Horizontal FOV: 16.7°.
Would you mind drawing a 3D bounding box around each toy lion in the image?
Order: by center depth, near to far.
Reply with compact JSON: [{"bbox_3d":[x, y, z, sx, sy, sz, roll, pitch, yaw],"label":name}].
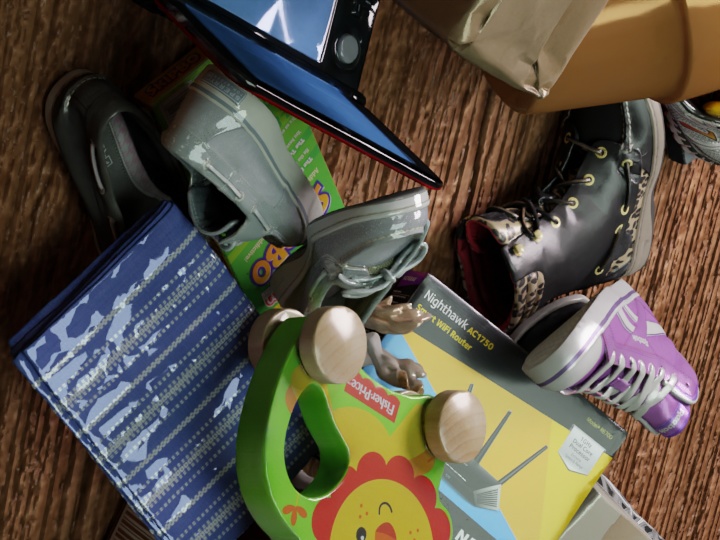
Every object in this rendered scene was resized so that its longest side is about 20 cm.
[{"bbox_3d":[-0.007,0.145,1.539,0.200,0.068,0.193,36,63,-39],"label":"toy lion"}]

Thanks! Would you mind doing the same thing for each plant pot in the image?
[{"bbox_3d":[0.147,-0.190,1.627,0.139,0.200,0.201,-23,126,-12],"label":"plant pot"}]

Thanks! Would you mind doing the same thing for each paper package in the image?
[{"bbox_3d":[0.077,-0.239,1.463,0.103,0.200,0.191,22,106,-48],"label":"paper package"}]

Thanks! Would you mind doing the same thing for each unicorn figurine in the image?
[{"bbox_3d":[-0.045,0.086,1.647,0.200,0.137,0.074,-50,160,-40],"label":"unicorn figurine"}]

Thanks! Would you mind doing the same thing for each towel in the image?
[{"bbox_3d":[-0.114,0.074,1.522,0.145,0.024,0.200,-45,117,-20],"label":"towel"}]

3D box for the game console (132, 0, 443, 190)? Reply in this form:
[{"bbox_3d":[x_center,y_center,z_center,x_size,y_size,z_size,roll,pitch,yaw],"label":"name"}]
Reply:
[{"bbox_3d":[-0.029,-0.160,1.492,0.200,0.118,0.173,26,74,-46],"label":"game console"}]

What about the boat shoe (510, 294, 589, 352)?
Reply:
[{"bbox_3d":[0.118,0.099,1.828,0.200,0.060,0.074,-40,133,-19],"label":"boat shoe"}]

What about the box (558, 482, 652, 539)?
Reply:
[{"bbox_3d":[0.110,0.234,1.835,0.200,0.095,0.078,-46,126,4],"label":"box"}]

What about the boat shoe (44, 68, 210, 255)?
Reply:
[{"bbox_3d":[-0.135,-0.039,1.531,0.067,0.057,0.200,-42,133,-18],"label":"boat shoe"}]

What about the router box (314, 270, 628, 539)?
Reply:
[{"bbox_3d":[0.071,0.117,1.743,0.200,0.051,0.150,38,81,-20],"label":"router box"}]

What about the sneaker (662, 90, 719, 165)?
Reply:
[{"bbox_3d":[0.261,-0.122,1.797,0.200,0.082,0.078,31,94,-43],"label":"sneaker"}]

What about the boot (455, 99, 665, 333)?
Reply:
[{"bbox_3d":[0.142,-0.056,1.764,0.150,0.073,0.201,-29,134,-32],"label":"boot"}]

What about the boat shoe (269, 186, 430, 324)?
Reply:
[{"bbox_3d":[-0.002,0.001,1.544,0.074,0.202,0.065,-16,78,-26],"label":"boat shoe"}]

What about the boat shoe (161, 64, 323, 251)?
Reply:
[{"bbox_3d":[-0.079,-0.054,1.504,0.072,0.070,0.201,-49,156,-10],"label":"boat shoe"}]

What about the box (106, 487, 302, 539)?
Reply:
[{"bbox_3d":[-0.063,0.238,1.661,0.200,0.164,0.167,21,95,-46],"label":"box"}]

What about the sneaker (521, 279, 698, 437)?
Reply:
[{"bbox_3d":[0.189,0.072,1.739,0.073,0.114,0.200,-41,173,24],"label":"sneaker"}]

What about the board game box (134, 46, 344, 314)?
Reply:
[{"bbox_3d":[-0.070,-0.064,1.599,0.095,0.030,0.201,-40,130,-19],"label":"board game box"}]

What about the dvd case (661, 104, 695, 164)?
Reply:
[{"bbox_3d":[0.279,-0.198,1.849,0.150,0.025,0.201,-32,129,-25],"label":"dvd case"}]

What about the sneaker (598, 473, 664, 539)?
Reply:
[{"bbox_3d":[0.200,0.214,1.950,0.078,0.077,0.200,-54,134,-4],"label":"sneaker"}]
